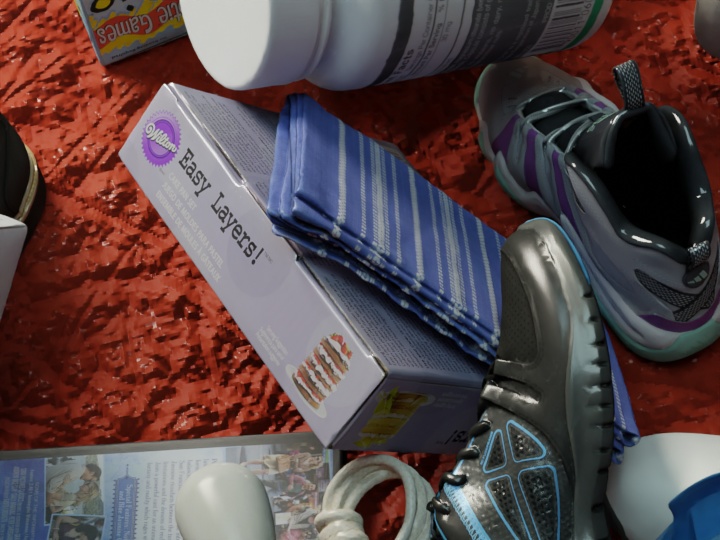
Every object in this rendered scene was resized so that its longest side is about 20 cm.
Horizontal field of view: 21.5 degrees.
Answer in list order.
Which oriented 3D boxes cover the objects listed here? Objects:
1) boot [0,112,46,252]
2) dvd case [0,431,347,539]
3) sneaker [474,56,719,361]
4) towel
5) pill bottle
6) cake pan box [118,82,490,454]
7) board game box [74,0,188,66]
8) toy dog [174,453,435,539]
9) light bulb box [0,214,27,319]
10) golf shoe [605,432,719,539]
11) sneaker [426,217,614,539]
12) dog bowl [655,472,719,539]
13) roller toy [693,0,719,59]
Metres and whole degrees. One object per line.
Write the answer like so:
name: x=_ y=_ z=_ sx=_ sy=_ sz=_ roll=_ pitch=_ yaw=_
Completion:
boot: x=-0.227 y=-0.013 z=0.947 sx=0.077 sy=0.139 sz=0.202 roll=5 pitch=60 yaw=10
dvd case: x=-0.104 y=0.148 z=0.903 sx=0.198 sy=0.018 sz=0.144 roll=-4 pitch=58 yaw=5
sneaker: x=0.120 y=-0.065 z=0.935 sx=0.077 sy=0.140 sz=0.201 roll=-30 pitch=60 yaw=-12
towel: x=0.041 y=0.000 z=0.873 sx=0.024 sy=0.199 sz=0.145 roll=-49 pitch=16 yaw=19
pill bottle: x=0.019 y=-0.150 z=0.924 sx=0.198 sy=0.114 sz=0.114 roll=-13 pitch=54 yaw=-30
cake pan box: x=0.000 y=0.000 z=0.893 sx=0.052 sy=0.184 sz=0.200 roll=-49 pitch=60 yaw=19
board game box: x=-0.130 y=-0.227 z=1.030 sx=0.102 sy=0.201 sz=0.105 roll=-21 pitch=57 yaw=-7
toy dog: x=-0.022 y=0.186 z=0.822 sx=0.130 sy=0.097 sz=0.202 roll=-6 pitch=61 yaw=12
light bulb box: x=-0.288 y=0.038 z=0.876 sx=0.197 sy=0.125 sz=0.202 roll=24 pitch=102 yaw=19
golf shoe: x=0.198 y=0.109 z=0.848 sx=0.198 sy=0.095 sz=0.078 roll=18 pitch=63 yaw=19
sneaker: x=0.065 y=0.078 z=0.771 sx=0.081 sy=0.073 sz=0.202 roll=-4 pitch=77 yaw=6
dog bowl: x=0.137 y=0.166 z=0.795 sx=0.200 sy=0.049 sz=0.112 roll=-40 pitch=62 yaw=20
roller toy: x=0.248 y=-0.194 z=0.975 sx=0.138 sy=0.183 sz=0.202 roll=6 pitch=59 yaw=9
